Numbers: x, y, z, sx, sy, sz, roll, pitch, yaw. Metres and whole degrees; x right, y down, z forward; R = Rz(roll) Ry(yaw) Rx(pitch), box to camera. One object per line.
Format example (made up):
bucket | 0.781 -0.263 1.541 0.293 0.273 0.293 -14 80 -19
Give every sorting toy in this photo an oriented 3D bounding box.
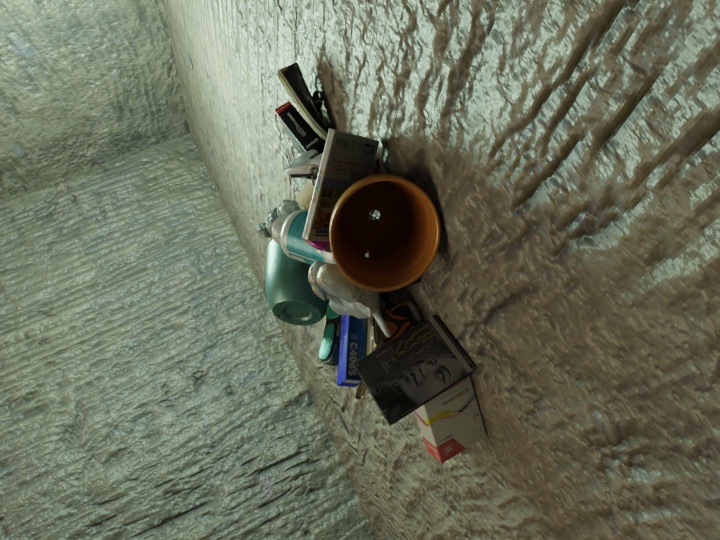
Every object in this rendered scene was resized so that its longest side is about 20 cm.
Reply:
sorting toy | -0.050 -0.122 1.428 0.197 0.037 0.185 32 167 -11

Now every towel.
towel | 0.016 0.172 1.382 0.202 0.033 0.135 108 165 -46

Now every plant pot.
plant pot | 0.036 -0.082 1.153 0.140 0.195 0.205 -111 4 -70
plant pot | -0.143 0.034 1.546 0.202 0.194 0.165 97 179 -58

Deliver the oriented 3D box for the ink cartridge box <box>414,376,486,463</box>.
ink cartridge box | 0.166 0.259 1.262 0.067 0.114 0.205 19 130 67

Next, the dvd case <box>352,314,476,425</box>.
dvd case | 0.103 0.187 1.227 0.150 0.197 0.016 53 167 37

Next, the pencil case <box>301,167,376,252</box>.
pencil case | -0.045 -0.135 1.283 0.087 0.204 0.088 26 -177 -2

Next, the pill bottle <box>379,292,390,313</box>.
pill bottle | 0.027 0.121 1.529 0.203 0.114 0.117 63 163 16

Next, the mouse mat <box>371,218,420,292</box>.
mouse mat | 0.052 -0.028 1.377 0.162 0.007 0.200 53 164 -2

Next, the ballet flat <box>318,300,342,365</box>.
ballet flat | -0.048 0.123 1.466 0.074 0.072 0.205 121 164 -70

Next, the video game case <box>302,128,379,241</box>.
video game case | -0.035 -0.155 1.199 0.018 0.142 0.205 23 105 33

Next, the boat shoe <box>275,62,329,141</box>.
boat shoe | -0.111 -0.376 1.427 0.202 0.062 0.075 55 -178 -8

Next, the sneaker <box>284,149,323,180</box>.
sneaker | -0.074 -0.205 1.396 0.196 0.076 0.115 -7 124 37

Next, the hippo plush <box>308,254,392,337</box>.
hippo plush | 0.000 0.000 1.267 0.198 0.162 0.160 17 155 50

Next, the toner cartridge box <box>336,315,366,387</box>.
toner cartridge box | -0.017 0.142 1.374 0.095 0.042 0.206 129 146 -68

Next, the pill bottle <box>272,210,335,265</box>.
pill bottle | -0.103 -0.069 1.416 0.196 0.111 0.113 19 137 29

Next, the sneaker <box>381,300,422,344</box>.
sneaker | 0.099 0.176 1.374 0.204 0.110 0.078 64 162 11

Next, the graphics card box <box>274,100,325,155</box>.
graphics card box | -0.129 -0.307 1.535 0.201 0.050 0.126 55 177 40

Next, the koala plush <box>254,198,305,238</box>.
koala plush | -0.159 -0.108 1.620 0.176 0.196 0.189 -32 54 46
